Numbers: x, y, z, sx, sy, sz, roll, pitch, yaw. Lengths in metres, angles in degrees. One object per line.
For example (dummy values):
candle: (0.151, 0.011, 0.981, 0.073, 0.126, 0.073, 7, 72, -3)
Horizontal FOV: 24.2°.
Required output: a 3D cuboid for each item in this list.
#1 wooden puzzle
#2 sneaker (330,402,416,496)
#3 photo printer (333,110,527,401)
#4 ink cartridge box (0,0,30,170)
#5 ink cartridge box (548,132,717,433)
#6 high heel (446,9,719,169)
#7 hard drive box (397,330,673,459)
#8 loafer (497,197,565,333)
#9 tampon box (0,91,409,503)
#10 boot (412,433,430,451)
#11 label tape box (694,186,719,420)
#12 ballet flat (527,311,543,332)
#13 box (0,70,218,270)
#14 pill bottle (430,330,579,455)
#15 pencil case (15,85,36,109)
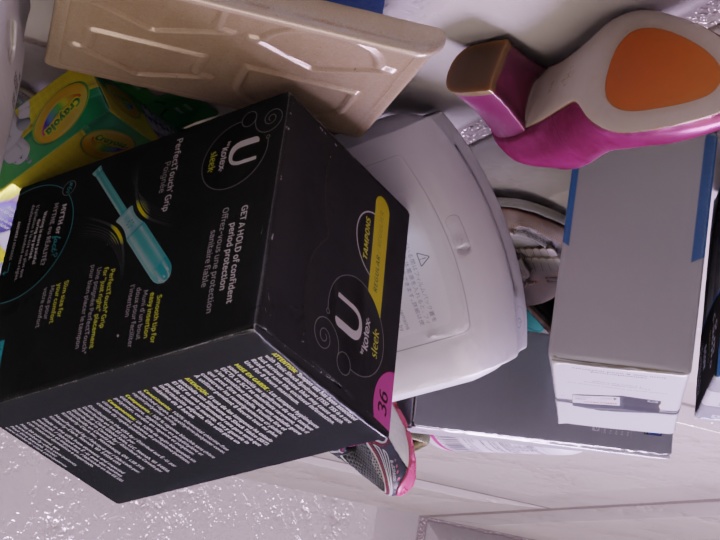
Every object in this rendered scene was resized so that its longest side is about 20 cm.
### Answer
wooden puzzle: (-0.065, -0.126, 0.863, 0.183, 0.047, 0.200, 13, 171, -11)
sneaker: (-0.045, 0.091, 1.137, 0.199, 0.075, 0.081, 35, 148, 21)
photo printer: (0.000, 0.000, 1.023, 0.199, 0.168, 0.069, -18, -173, 30)
ink cartridge box: (-0.274, -0.114, 0.825, 0.198, 0.146, 0.147, 10, 166, -5)
ink cartridge box: (0.166, 0.011, 1.031, 0.083, 0.147, 0.200, 6, 166, 9)
high heel: (0.136, -0.077, 0.846, 0.096, 0.068, 0.199, 33, 160, -36)
hard drive box: (0.104, 0.086, 1.205, 0.198, 0.078, 0.156, 8, 173, -19)
loafer: (0.134, 0.005, 1.202, 0.071, 0.064, 0.200, 3, 165, 27)
tampon box: (-0.090, 0.021, 0.926, 0.198, 0.151, 0.126, -16, 141, 31)
boot: (0.002, 0.077, 1.387, 0.072, 0.156, 0.199, 18, 164, -32)
label tape box: (0.232, 0.000, 0.948, 0.065, 0.145, 0.200, 6, 166, 10)
ballet flat: (0.088, 0.013, 1.271, 0.062, 0.068, 0.200, 13, 169, 26)
box: (-0.185, -0.052, 1.025, 0.199, 0.049, 0.117, -36, 151, 12)
pill bottle: (0.152, 0.106, 1.493, 0.199, 0.115, 0.113, -3, 162, 41)
pencil case: (-0.205, -0.057, 1.144, 0.089, 0.078, 0.200, 31, 175, 24)
